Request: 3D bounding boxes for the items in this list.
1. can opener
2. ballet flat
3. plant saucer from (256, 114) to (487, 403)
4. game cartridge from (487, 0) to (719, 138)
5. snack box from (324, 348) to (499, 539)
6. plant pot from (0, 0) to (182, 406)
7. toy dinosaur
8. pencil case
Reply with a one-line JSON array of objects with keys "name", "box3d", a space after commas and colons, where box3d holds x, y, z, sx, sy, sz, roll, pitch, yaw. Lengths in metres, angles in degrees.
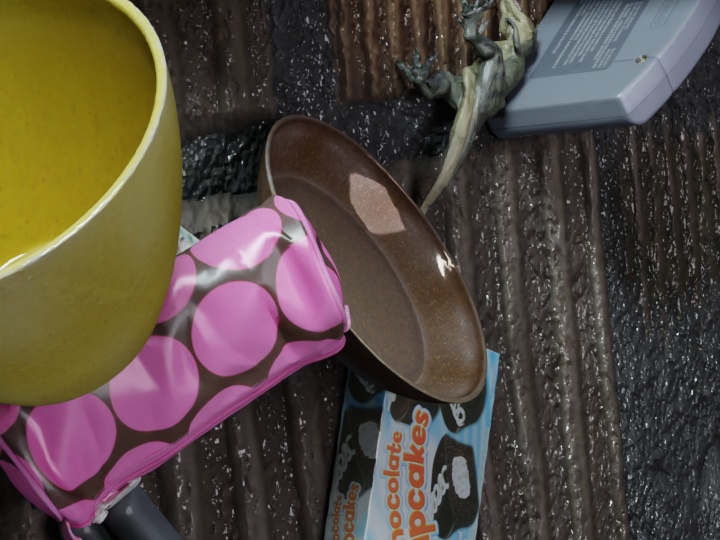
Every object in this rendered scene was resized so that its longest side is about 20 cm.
[{"name": "can opener", "box3d": [-0.096, 0.181, 1.086, 0.200, 0.053, 0.067, 57, 16, -32]}, {"name": "ballet flat", "box3d": [-0.116, -0.007, 1.057, 0.200, 0.072, 0.072, 43, 57, -39]}, {"name": "plant saucer", "box3d": [0.000, 0.000, 1.155, 0.200, 0.037, 0.201, 44, 24, -26]}, {"name": "game cartridge", "box3d": [0.184, -0.167, 1.368, 0.041, 0.133, 0.200, 55, 50, -28]}, {"name": "snack box", "box3d": [0.031, 0.137, 1.241, 0.116, 0.037, 0.201, 22, 71, -48]}, {"name": "plant pot", "box3d": [-0.164, -0.018, 0.906, 0.200, 0.200, 0.142, -62, 149, -32]}, {"name": "toy dinosaur", "box3d": [0.070, -0.127, 1.298, 0.200, 0.047, 0.088, -59, 138, -29]}, {"name": "pencil case", "box3d": [-0.095, 0.049, 0.994, 0.200, 0.091, 0.094, -35, 81, -13]}]
